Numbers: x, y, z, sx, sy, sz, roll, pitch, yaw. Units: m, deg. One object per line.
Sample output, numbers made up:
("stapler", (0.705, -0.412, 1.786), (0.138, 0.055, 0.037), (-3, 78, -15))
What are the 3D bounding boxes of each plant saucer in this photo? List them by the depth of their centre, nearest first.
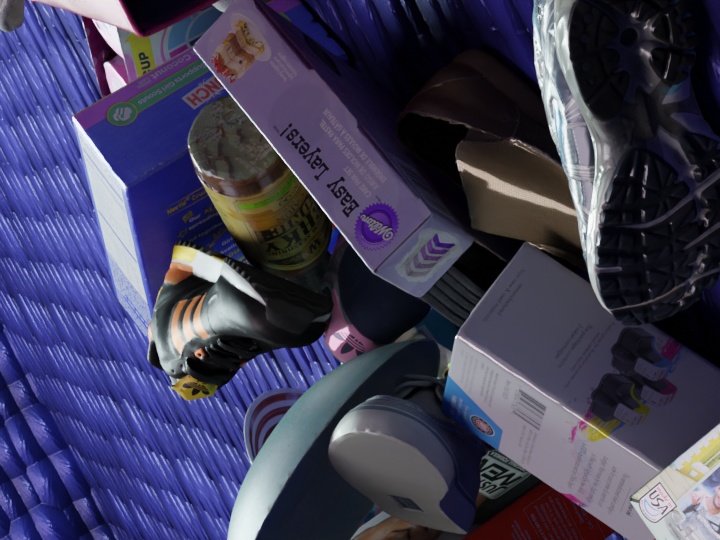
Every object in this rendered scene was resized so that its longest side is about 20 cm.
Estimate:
("plant saucer", (-0.026, 0.115, 1.367), (0.039, 0.201, 0.201), (32, 155, 17))

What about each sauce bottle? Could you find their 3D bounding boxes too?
("sauce bottle", (-0.052, -0.037, 1.456), (0.065, 0.065, 0.200), (51, 175, 27))

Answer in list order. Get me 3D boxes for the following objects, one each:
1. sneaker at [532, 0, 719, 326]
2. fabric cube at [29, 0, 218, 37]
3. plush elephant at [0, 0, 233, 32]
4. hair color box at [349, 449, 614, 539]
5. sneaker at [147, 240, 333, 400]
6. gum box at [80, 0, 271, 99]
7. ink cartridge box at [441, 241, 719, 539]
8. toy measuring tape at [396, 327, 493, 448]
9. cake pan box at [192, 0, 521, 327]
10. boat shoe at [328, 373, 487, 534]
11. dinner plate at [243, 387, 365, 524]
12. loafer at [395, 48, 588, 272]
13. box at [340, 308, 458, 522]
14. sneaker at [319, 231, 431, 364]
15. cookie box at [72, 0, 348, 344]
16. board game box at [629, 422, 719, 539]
("sneaker", (0.124, -0.069, 1.092), (0.086, 0.077, 0.200), (-123, 19, -56))
("fabric cube", (-0.097, -0.253, 1.177), (0.196, 0.200, 0.199), (65, 165, -19))
("plush elephant", (-0.168, -0.224, 1.355), (0.155, 0.200, 0.165), (14, 112, 63))
("hair color box", (0.056, 0.176, 1.451), (0.061, 0.200, 0.101), (61, 164, -19))
("sneaker", (-0.077, 0.041, 1.399), (0.070, 0.090, 0.200), (22, 180, -22))
("gum box", (-0.119, -0.178, 1.515), (0.066, 0.113, 0.200), (49, 160, 33))
("ink cartridge box", (0.144, 0.084, 1.208), (0.200, 0.068, 0.115), (34, 160, 12))
("toy measuring tape", (0.065, 0.058, 1.440), (0.200, 0.074, 0.074), (32, 148, 51))
("cake pan box", (0.016, -0.050, 1.312), (0.200, 0.052, 0.184), (51, -167, 30))
("boat shoe", (0.031, 0.094, 1.330), (0.070, 0.072, 0.201), (11, 164, 15))
("dinner plate", (-0.009, 0.168, 1.718), (0.200, 0.024, 0.200), (35, -153, -20))
("loafer", (0.088, -0.043, 1.217), (0.200, 0.067, 0.076), (42, 156, 46))
("box", (0.031, 0.105, 1.619), (0.049, 0.082, 0.200), (54, 162, 23))
("sneaker", (0.000, 0.000, 1.448), (0.070, 0.082, 0.200), (43, -173, -10))
("cookie box", (-0.086, -0.057, 1.529), (0.075, 0.171, 0.200), (48, 159, 30))
("board game box", (0.228, 0.147, 1.073), (0.135, 0.029, 0.200), (-46, 71, 35))
